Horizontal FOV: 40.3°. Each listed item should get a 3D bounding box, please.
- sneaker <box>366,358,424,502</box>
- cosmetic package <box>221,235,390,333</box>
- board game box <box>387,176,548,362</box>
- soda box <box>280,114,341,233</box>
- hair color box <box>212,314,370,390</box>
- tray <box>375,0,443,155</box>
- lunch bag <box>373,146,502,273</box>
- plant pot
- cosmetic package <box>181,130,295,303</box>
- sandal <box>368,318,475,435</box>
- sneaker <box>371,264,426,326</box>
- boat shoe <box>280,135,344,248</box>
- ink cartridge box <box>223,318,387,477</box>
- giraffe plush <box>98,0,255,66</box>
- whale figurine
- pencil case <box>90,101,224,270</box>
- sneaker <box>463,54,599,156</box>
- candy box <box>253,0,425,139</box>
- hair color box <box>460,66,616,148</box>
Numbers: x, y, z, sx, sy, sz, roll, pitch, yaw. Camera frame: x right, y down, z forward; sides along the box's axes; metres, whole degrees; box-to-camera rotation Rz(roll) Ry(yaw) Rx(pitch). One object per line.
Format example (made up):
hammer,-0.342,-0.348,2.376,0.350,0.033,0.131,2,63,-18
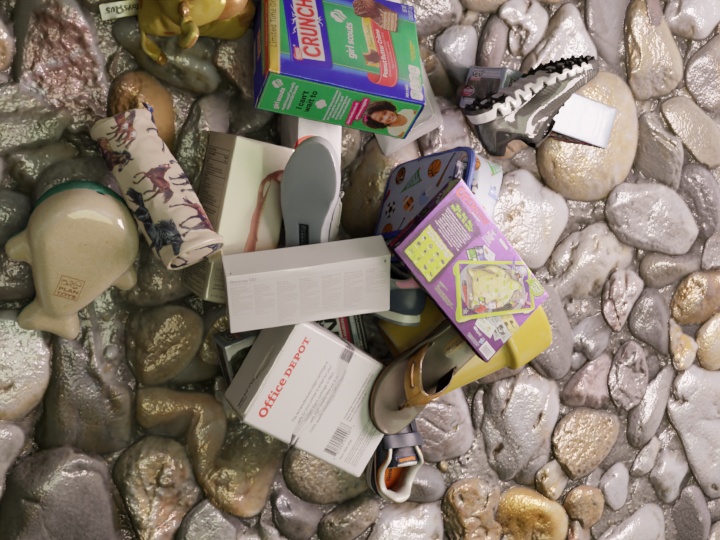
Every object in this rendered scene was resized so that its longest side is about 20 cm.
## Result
sneaker,0.052,0.232,1.402,0.077,0.079,0.204,-5,101,-24
cosmetic package,-0.064,0.015,1.176,0.196,0.051,0.084,-7,127,-12
board game box,0.134,0.001,1.194,0.120,0.032,0.201,-43,114,-5
soda box,-0.065,-0.151,1.276,0.062,0.068,0.204,-2,102,-24
hair color box,-0.089,0.107,1.318,0.197,0.060,0.101,-19,109,-21
tray,0.042,-0.268,1.330,0.106,0.022,0.203,-30,111,-18
lunch bag,0.098,-0.071,1.288,0.075,0.199,0.163,24,74,-28
plant pot,0.131,0.072,1.349,0.187,0.201,0.202,-34,113,-5
cosmetic package,-0.154,-0.065,1.232,0.086,0.103,0.204,8,98,-28
sandal,0.089,0.132,1.240,0.199,0.055,0.082,-40,113,5
sneaker,0.000,0.000,1.283,0.070,0.197,0.083,-23,133,-66
boat shoe,-0.051,-0.079,1.211,0.073,0.086,0.205,9,121,12
ink cartridge box,-0.055,0.154,1.265,0.199,0.084,0.146,32,89,-31
giraffe plush,-0.192,-0.330,1.126,0.198,0.162,0.175,-33,112,-17
whale figurine,-0.343,-0.016,1.168,0.157,0.104,0.202,15,118,-26
pencil case,-0.234,-0.094,1.150,0.089,0.077,0.202,-19,77,-57
sneaker,0.230,-0.212,1.282,0.198,0.066,0.092,-28,114,-13
candy box,-0.029,-0.263,1.203,0.196,0.077,0.172,7,55,-17
hair color box,0.251,-0.230,1.386,0.197,0.099,0.062,14,96,-27
